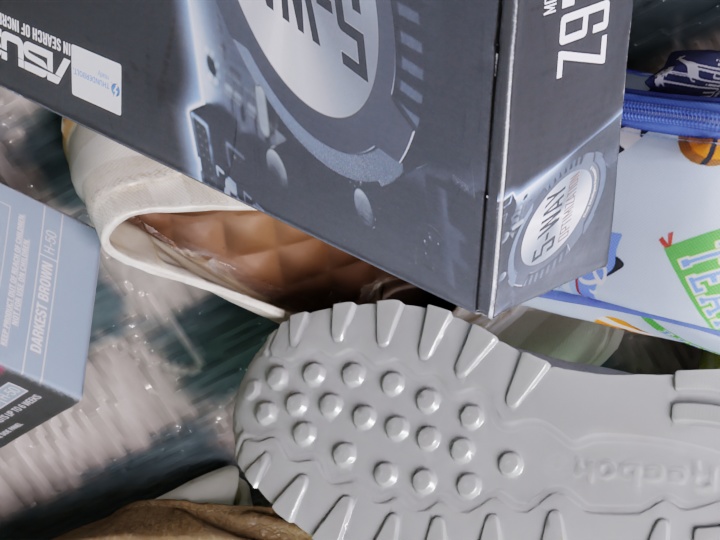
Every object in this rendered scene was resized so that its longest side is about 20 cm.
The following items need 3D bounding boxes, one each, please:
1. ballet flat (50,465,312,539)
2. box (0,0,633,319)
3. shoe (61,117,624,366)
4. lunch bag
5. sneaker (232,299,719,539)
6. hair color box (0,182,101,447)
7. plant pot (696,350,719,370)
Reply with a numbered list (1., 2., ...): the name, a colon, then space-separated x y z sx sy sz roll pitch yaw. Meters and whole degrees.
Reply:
1. ballet flat: -0.019 0.093 0.814 0.199 0.072 0.068 -3 127 9
2. box: -0.023 -0.099 0.604 0.043 0.200 0.161 -22 126 -41
3. shoe: 0.000 0.000 0.769 0.199 0.053 0.070 20 120 -28
4. lunch bag: 0.119 -0.015 0.710 0.199 0.160 0.076 8 95 -35
5. sneaker: 0.057 0.059 0.727 0.080 0.199 0.077 28 75 -62
6. hair color box: -0.181 -0.007 0.698 0.200 0.061 0.099 27 140 -31
7. plant pot: 0.152 0.124 0.818 0.199 0.200 0.194 4 111 -13
